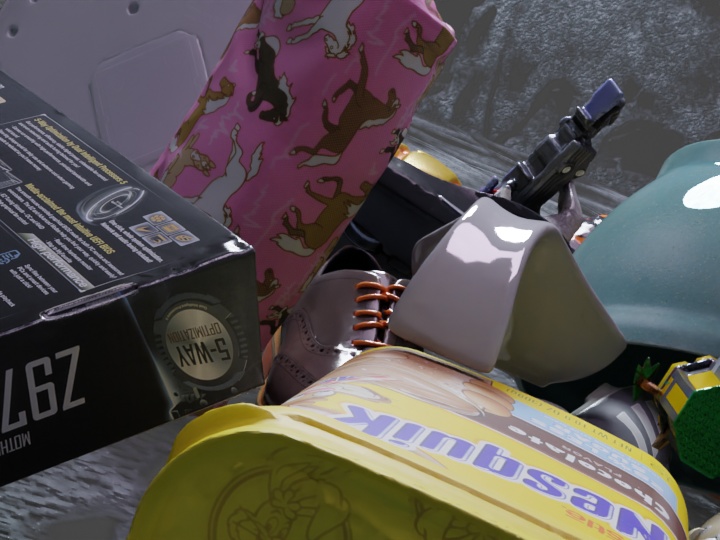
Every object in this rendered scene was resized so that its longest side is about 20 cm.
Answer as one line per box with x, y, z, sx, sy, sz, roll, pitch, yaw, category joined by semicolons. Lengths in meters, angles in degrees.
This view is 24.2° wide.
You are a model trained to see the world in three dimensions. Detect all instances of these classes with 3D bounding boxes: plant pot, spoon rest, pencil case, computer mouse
0.190;0.020;0.834;0.199;0.135;0.201;17;-21;7;plant pot
0.058;0.009;0.663;0.099;0.061;0.200;24;2;11;spoon rest
-0.044;-0.038;0.673;0.082;0.201;0.087;30;7;-18;pencil case
0.000;0.000;0.839;0.199;0.140;0.046;26;41;-25;computer mouse

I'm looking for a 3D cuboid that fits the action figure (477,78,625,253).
0.141;-0.021;1.120;0.193;0.200;0.105;12;40;-39;action figure

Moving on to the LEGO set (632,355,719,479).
0.212;0.043;0.686;0.199;0.155;0.116;22;11;-6;LEGO set

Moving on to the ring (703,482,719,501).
0.265;0.133;0.973;0.199;0.019;0.200;21;10;-4;ring

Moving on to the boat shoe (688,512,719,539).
0.138;0.125;0.588;0.068;0.075;0.200;25;-1;25;boat shoe

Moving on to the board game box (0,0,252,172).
-0.091;-0.074;0.772;0.199;0.201;0.026;27;-4;24;board game box

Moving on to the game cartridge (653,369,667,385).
0.181;0.064;1.038;0.175;0.033;0.200;16;2;-34;game cartridge

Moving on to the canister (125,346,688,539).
0.026;0.086;0.488;0.148;0.087;0.200;23;8;8;canister

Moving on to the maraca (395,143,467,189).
-0.004;-0.028;0.970;0.137;0.108;0.200;10;15;-47;maraca

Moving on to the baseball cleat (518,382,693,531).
0.108;0.099;0.711;0.106;0.070;0.200;45;20;24;baseball cleat

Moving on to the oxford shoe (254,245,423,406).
-0.004;0.036;0.719;0.071;0.073;0.200;19;10;-15;oxford shoe

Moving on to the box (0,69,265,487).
-0.146;-0.002;0.480;0.159;0.044;0.200;-20;33;-30;box
